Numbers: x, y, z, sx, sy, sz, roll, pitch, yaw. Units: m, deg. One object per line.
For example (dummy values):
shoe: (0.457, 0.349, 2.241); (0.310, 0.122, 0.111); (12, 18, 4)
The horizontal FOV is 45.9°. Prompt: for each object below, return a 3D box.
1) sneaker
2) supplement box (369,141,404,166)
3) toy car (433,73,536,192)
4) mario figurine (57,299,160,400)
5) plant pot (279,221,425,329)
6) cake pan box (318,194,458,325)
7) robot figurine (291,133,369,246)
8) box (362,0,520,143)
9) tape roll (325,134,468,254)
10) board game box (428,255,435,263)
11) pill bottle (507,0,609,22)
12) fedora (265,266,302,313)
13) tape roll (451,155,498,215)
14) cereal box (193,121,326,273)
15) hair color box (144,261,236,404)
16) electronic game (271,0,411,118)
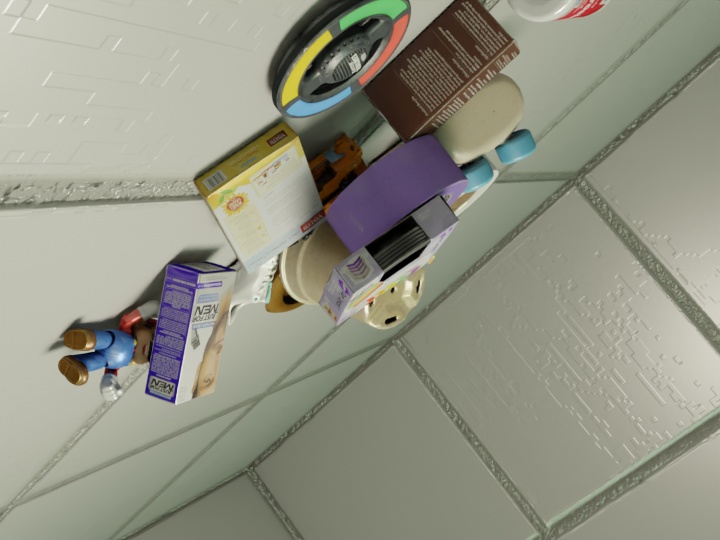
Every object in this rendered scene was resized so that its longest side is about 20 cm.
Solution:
sneaker: (-0.170, 0.010, 1.428); (0.200, 0.089, 0.075); (-41, 166, 11)
supplement box: (0.114, -0.199, 1.525); (0.200, 0.074, 0.126); (-37, 169, -7)
toy car: (0.147, -0.238, 1.367); (0.177, 0.185, 0.200); (-34, -164, -18)
mario figurine: (-0.343, 0.117, 1.270); (0.123, 0.106, 0.200); (-41, 166, 24)
plant pot: (0.000, 0.000, 1.400); (0.200, 0.183, 0.201); (-23, 128, -34)
cake pan box: (0.036, -0.011, 1.193); (0.184, 0.052, 0.200); (-36, 172, -18)
robot figurine: (-0.075, -0.113, 1.299); (0.200, 0.058, 0.145); (-39, 158, -2)
box: (0.113, -0.274, 1.179); (0.200, 0.100, 0.075); (-41, 169, 13)
tape roll: (0.053, -0.100, 1.231); (0.200, 0.085, 0.200); (-36, 172, -6)
board game box: (0.112, -0.105, 1.614); (0.030, 0.095, 0.200); (-56, -169, 46)
pill bottle: (0.290, -0.408, 1.181); (0.200, 0.112, 0.112); (-25, 162, -49)
fedora: (-0.114, -0.010, 1.533); (0.200, 0.082, 0.201); (-36, 160, -15)
tape roll: (0.144, -0.137, 1.493); (0.202, 0.071, 0.202); (-36, 170, -7)
cereal box: (-0.129, -0.093, 1.156); (0.144, 0.040, 0.200); (-36, 151, -11)
hair color box: (-0.256, 0.092, 1.290); (0.109, 0.065, 0.201); (-8, 112, -67)
electronic game: (-0.021, -0.253, 1.003); (0.200, 0.042, 0.200); (-37, 168, -9)
